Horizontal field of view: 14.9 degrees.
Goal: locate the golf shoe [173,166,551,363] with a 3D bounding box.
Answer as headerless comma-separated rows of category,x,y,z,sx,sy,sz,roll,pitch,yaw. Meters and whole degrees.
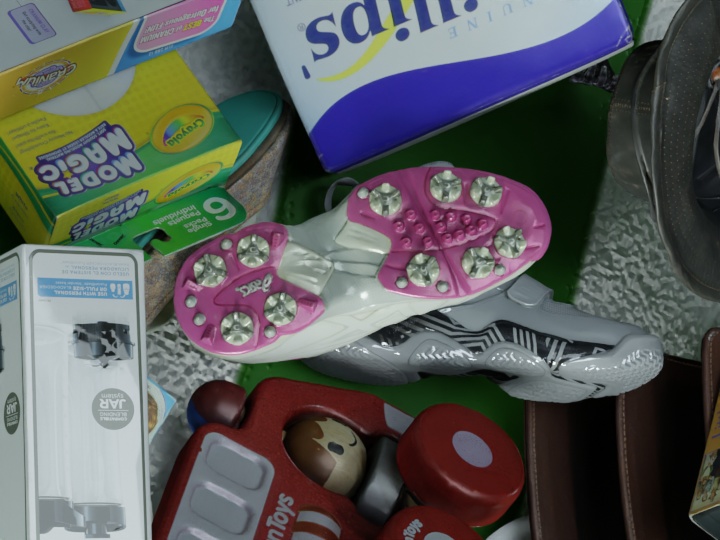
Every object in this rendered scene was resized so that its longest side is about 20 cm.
golf shoe,0.000,0.000,1.426,0.199,0.092,0.076,-14,74,-6

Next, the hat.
hat,0.184,-0.074,1.485,0.200,0.081,0.202,-8,100,-51

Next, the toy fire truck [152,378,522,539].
toy fire truck,-0.019,0.126,1.405,0.168,0.112,0.200,30,36,-10

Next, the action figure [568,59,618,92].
action figure,0.130,-0.207,1.585,0.118,0.102,0.201,11,76,-14

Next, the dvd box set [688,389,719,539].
dvd box set,0.258,0.089,1.510,0.146,0.029,0.200,37,50,-20

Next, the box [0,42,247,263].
box,-0.149,-0.088,1.396,0.117,0.048,0.200,-25,69,-30

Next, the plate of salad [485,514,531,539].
plate of salad,0.117,0.234,1.522,0.199,0.048,0.201,15,65,-34

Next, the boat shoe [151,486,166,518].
boat shoe,-0.094,0.206,1.397,0.071,0.063,0.201,37,35,-55

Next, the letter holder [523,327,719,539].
letter holder,0.174,0.138,1.506,0.142,0.100,0.201,13,62,-37

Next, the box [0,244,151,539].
box,-0.145,0.096,1.257,0.060,0.117,0.201,2,80,-28

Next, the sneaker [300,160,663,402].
sneaker,0.068,0.005,1.495,0.199,0.075,0.115,4,73,2

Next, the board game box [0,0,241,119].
board game box,-0.180,-0.156,1.379,0.200,0.040,0.153,-24,66,-30

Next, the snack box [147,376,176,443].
snack box,-0.187,0.109,1.320,0.116,0.037,0.200,39,64,-17

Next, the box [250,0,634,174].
box,0.028,-0.177,1.478,0.183,0.105,0.201,-23,92,2

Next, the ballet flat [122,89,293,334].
ballet flat,-0.098,-0.019,1.445,0.200,0.068,0.067,-45,133,-36
